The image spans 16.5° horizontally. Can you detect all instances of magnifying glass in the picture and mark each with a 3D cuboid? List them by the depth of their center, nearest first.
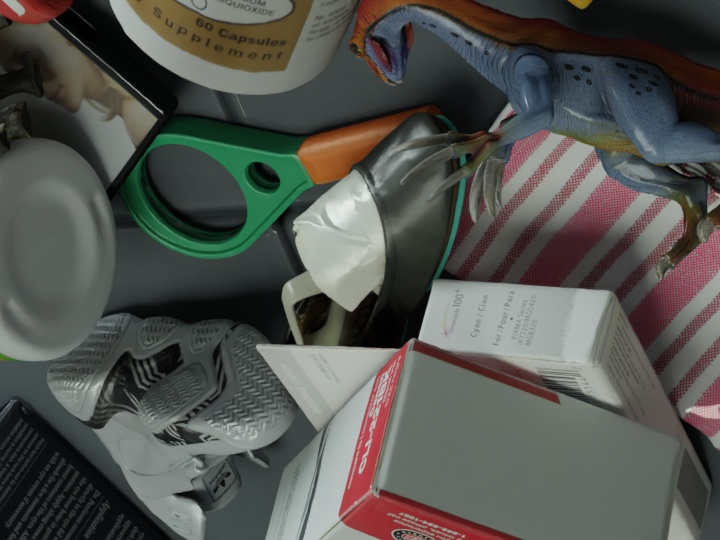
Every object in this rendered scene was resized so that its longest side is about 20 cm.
[{"bbox_3d":[-0.040,-0.052,1.253,0.199,0.022,0.080,-11,122,37],"label":"magnifying glass"}]

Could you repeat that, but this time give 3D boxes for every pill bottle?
[{"bbox_3d":[-0.033,-0.181,1.065,0.114,0.115,0.201,29,136,3],"label":"pill bottle"},{"bbox_3d":[-0.234,-0.012,1.285,0.199,0.111,0.112,1,129,35],"label":"pill bottle"}]

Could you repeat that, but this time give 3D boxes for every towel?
[{"bbox_3d":[0.136,0.000,1.193,0.199,0.030,0.147,33,137,-2],"label":"towel"}]

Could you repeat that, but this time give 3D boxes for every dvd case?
[{"bbox_3d":[-0.199,-0.108,1.278,0.200,0.018,0.143,41,136,-1],"label":"dvd case"}]

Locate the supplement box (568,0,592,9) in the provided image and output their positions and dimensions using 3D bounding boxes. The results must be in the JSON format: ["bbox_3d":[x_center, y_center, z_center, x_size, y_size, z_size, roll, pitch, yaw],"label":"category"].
[{"bbox_3d":[0.117,-0.214,0.957,0.085,0.111,0.200,34,136,-3],"label":"supplement box"}]

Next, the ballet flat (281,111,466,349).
[{"bbox_3d":[0.000,0.000,1.211,0.201,0.068,0.068,107,144,-54],"label":"ballet flat"}]

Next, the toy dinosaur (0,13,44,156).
[{"bbox_3d":[-0.213,-0.079,1.207,0.101,0.201,0.077,-10,149,12],"label":"toy dinosaur"}]

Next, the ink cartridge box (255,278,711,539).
[{"bbox_3d":[0.066,0.073,1.236,0.175,0.045,0.200,3,150,25],"label":"ink cartridge box"}]

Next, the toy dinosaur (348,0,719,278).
[{"bbox_3d":[0.091,-0.080,1.101,0.182,0.200,0.105,48,165,2],"label":"toy dinosaur"}]

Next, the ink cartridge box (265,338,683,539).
[{"bbox_3d":[0.046,0.125,1.204,0.143,0.084,0.200,21,152,-11],"label":"ink cartridge box"}]

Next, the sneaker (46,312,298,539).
[{"bbox_3d":[-0.080,0.087,1.336,0.199,0.075,0.115,8,140,52],"label":"sneaker"}]

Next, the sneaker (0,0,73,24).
[{"bbox_3d":[-0.225,-0.188,1.195,0.115,0.078,0.201,-30,97,42],"label":"sneaker"}]

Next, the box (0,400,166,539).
[{"bbox_3d":[-0.198,0.200,1.498,0.200,0.105,0.148,45,134,-14],"label":"box"}]
